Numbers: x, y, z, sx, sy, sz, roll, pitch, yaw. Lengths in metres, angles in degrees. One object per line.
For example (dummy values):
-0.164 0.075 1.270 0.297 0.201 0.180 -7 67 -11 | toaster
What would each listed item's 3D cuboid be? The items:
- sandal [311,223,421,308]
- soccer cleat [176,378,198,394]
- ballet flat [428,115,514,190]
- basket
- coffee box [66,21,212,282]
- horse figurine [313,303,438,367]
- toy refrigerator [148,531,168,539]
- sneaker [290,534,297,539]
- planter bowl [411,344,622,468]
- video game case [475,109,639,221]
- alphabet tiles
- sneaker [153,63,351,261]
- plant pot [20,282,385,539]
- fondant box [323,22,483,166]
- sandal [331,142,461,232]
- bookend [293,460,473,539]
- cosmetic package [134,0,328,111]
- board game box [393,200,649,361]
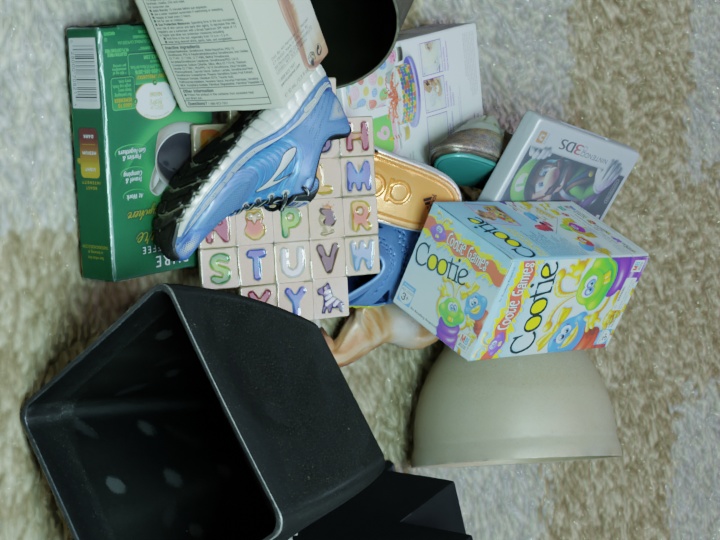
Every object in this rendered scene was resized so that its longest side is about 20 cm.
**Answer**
0.000 0.000 1.546 0.200 0.087 0.080 -20 95 -32 | sandal
-0.123 0.077 1.482 0.084 0.065 0.200 -48 142 7 | soccer cleat
0.123 -0.106 1.656 0.200 0.068 0.067 26 58 -54 | ballet flat
-0.006 -0.271 1.502 0.136 0.180 0.200 44 49 -19 | basket
-0.171 -0.097 1.404 0.123 0.044 0.200 -15 105 -49 | coffee box
0.031 0.028 1.650 0.200 0.050 0.133 6 82 -46 | horse figurine
-0.143 0.280 1.458 0.200 0.076 0.070 41 64 -44 | toy refrigerator
-0.084 0.170 1.494 0.100 0.070 0.200 35 85 -36 | sneaker
0.144 0.117 1.693 0.200 0.200 0.135 6 77 -49 | planter bowl
0.164 -0.043 1.663 0.182 0.023 0.200 12 112 -51 | video game case
-0.059 -0.057 1.452 0.166 0.006 0.200 -5 94 -29 | alphabet tiles
-0.078 -0.073 1.393 0.200 0.079 0.089 -46 109 -20 | sneaker
-0.104 0.133 1.344 0.177 0.199 0.200 -8 65 -52 | plant pot
0.032 -0.142 1.624 0.200 0.058 0.144 -21 111 -47 | fondant box
-0.005 -0.078 1.515 0.207 0.059 0.079 12 100 -14 | sandal
0.044 0.263 1.577 0.200 0.199 0.092 -30 114 -44 | bookend
-0.112 -0.227 1.343 0.087 0.103 0.200 -56 138 -42 | cosmetic package
0.145 0.007 1.577 0.200 0.105 0.103 -2 122 -46 | board game box
